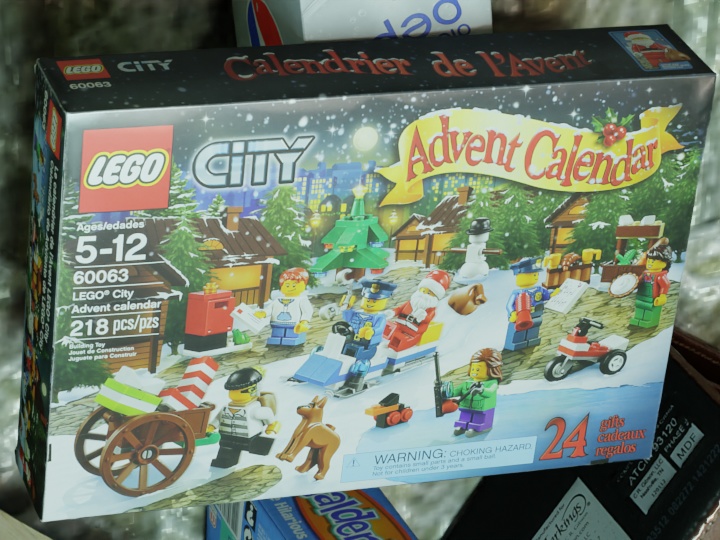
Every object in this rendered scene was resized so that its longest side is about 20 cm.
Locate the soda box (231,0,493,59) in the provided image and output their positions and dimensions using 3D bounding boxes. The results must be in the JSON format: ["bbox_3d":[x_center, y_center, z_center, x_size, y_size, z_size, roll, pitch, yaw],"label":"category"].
[{"bbox_3d":[0.003,-0.046,0.919,0.063,0.068,0.200,-17,124,-17],"label":"soda box"}]

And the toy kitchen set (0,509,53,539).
[{"bbox_3d":[-0.170,0.188,0.925,0.163,0.200,0.180,-18,139,38],"label":"toy kitchen set"}]

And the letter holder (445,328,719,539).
[{"bbox_3d":[0.105,0.137,1.060,0.142,0.101,0.200,25,105,-37],"label":"letter holder"}]

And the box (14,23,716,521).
[{"bbox_3d":[0.000,0.000,0.879,0.200,0.038,0.137,-5,121,-19],"label":"box"}]

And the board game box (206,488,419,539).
[{"bbox_3d":[-0.009,0.170,0.990,0.045,0.152,0.200,-9,122,-22],"label":"board game box"}]
